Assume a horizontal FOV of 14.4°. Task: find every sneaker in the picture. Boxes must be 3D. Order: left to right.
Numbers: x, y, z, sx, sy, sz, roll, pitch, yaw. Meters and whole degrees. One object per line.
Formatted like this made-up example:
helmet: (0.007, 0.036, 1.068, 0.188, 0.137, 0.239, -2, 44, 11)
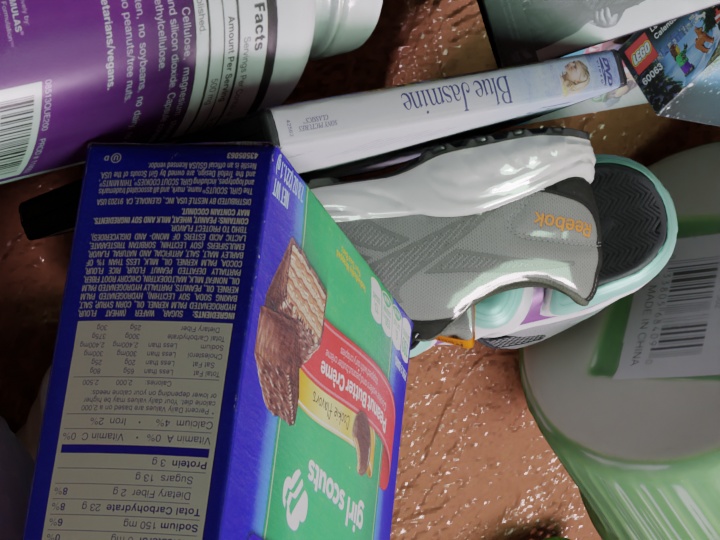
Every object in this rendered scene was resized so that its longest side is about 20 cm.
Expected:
sneaker: (0.000, 0.000, 1.117, 0.199, 0.080, 0.074, -13, 179, 4)
sneaker: (0.034, 0.007, 1.222, 0.199, 0.078, 0.140, -6, 170, 1)

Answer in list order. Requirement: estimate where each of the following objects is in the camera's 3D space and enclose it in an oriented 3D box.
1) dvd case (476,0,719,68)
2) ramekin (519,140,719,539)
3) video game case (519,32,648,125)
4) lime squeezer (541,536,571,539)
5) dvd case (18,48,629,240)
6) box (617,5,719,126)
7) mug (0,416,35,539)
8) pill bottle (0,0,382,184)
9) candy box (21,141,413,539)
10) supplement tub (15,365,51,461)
dvd case: (0.127, -0.175, 1.083, 0.199, 0.025, 0.151, -18, 110, 0)
ramekin: (0.168, 0.038, 1.264, 0.200, 0.200, 0.098, -43, 132, -1)
video game case: (0.166, -0.124, 1.223, 0.199, 0.018, 0.143, -11, 150, -32)
lime squeezer: (0.095, 0.174, 1.399, 0.200, 0.038, 0.071, -42, 119, -63)
dvd case: (-0.012, -0.048, 1.077, 0.142, 0.018, 0.200, -18, 177, 44)
box: (0.220, -0.114, 1.230, 0.200, 0.038, 0.137, 5, 139, -50)
mug: (-0.192, 0.076, 0.996, 0.147, 0.200, 0.176, -29, 120, 2)
pill bottle: (-0.095, -0.095, 0.995, 0.199, 0.112, 0.113, -16, 132, -30)
candy box: (-0.047, 0.080, 0.985, 0.169, 0.077, 0.201, 51, 43, -61)
supplement tub: (-0.091, 0.141, 1.172, 0.144, 0.145, 0.201, -7, 127, -35)
